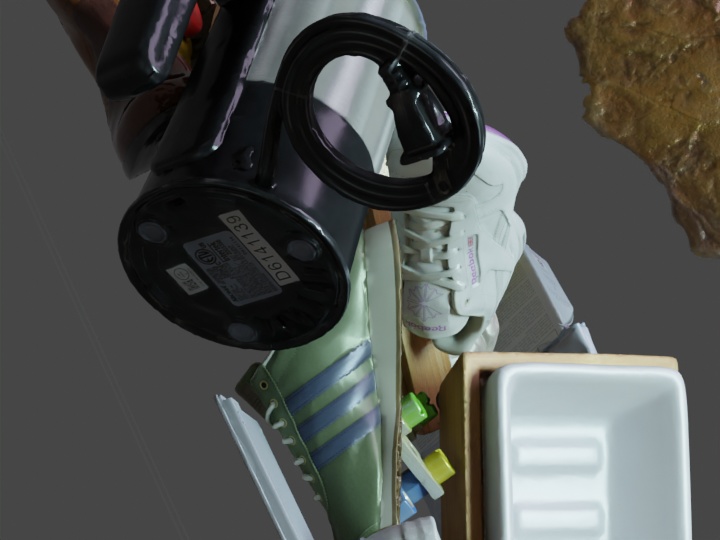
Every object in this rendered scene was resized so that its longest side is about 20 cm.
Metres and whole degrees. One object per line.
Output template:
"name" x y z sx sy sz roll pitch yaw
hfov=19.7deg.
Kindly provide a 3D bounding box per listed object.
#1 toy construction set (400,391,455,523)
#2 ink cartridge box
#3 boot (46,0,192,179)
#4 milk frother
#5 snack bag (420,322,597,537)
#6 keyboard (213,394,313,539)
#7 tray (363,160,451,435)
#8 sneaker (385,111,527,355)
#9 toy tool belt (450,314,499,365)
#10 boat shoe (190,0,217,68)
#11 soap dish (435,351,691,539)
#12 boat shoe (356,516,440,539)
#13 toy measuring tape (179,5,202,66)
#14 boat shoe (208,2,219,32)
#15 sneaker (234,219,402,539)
"toy construction set" -0.019 0.049 1.207 0.131 0.092 0.201 -92 161 -77
"ink cartridge box" 0.103 0.087 1.609 0.057 0.163 0.200 35 18 -34
"boot" -0.153 -0.156 1.176 0.200 0.068 0.188 57 7 -7
"milk frother" -0.011 -0.088 1.019 0.181 0.199 0.189 67 29 -42
"snack bag" 0.124 0.164 1.352 0.021 0.189 0.201 3 53 -45
"keyboard" -0.023 0.150 1.022 0.200 0.011 0.056 62 2 27
"tray" 0.000 0.000 1.295 0.098 0.037 0.201 1 -73 54
"sneaker" 0.054 -0.019 1.185 0.200 0.075 0.100 65 40 -59
"toy tool belt" 0.009 0.010 1.568 0.201 0.125 0.123 61 -25 -4
"boat shoe" -0.090 -0.094 1.366 0.201 0.074 0.066 67 -17 10
"soap dish" 0.120 0.151 1.241 0.081 0.157 0.201 -10 -101 59
"boat shoe" 0.065 0.204 1.065 0.202 0.086 0.075 61 6 -23
"toy measuring tape" -0.121 -0.122 1.308 0.074 0.073 0.201 -74 142 -82
"boat shoe" -0.065 -0.133 1.268 0.200 0.072 0.066 -91 167 -49
"sneaker" -0.022 0.073 1.110 0.067 0.089 0.201 75 15 -83
